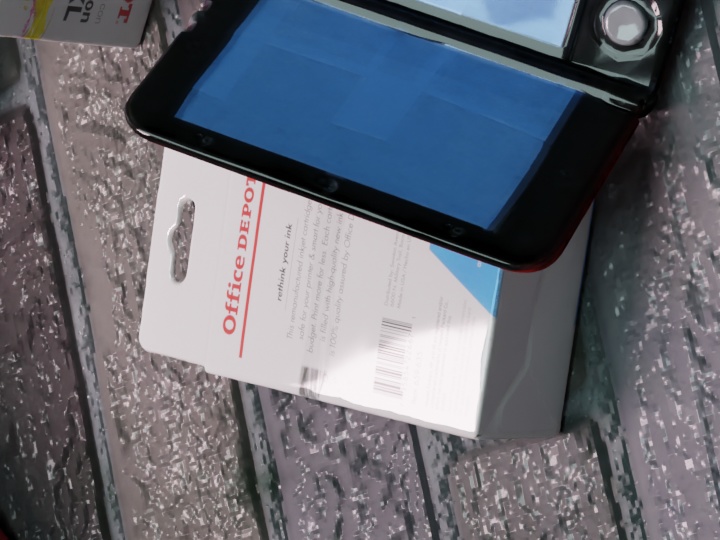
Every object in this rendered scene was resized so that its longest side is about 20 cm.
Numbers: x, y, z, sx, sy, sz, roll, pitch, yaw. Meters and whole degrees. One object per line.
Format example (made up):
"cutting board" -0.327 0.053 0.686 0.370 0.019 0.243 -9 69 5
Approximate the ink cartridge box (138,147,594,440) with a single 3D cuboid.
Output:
"ink cartridge box" 0.000 0.000 1.298 0.200 0.067 0.116 13 97 38

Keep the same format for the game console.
"game console" 0.025 -0.118 1.210 0.200 0.119 0.172 20 109 16

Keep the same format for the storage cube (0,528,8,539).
"storage cube" -0.298 0.164 1.457 0.171 0.200 0.180 -48 68 27

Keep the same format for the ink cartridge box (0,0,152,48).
"ink cartridge box" -0.175 -0.190 1.359 0.083 0.200 0.146 26 105 33
